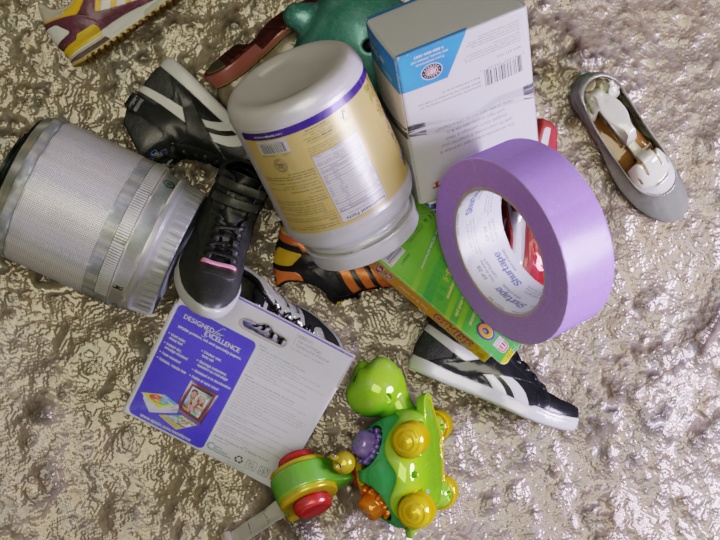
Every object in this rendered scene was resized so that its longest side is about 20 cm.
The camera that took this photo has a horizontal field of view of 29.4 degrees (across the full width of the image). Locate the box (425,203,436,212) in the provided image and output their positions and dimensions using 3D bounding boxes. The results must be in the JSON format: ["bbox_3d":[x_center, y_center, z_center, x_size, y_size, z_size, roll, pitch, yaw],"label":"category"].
[{"bbox_3d":[0.052,-0.142,1.539,0.200,0.044,0.161,9,88,-4],"label":"box"}]

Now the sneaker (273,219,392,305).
[{"bbox_3d":[0.000,0.000,1.531,0.200,0.070,0.090,13,108,-6],"label":"sneaker"}]

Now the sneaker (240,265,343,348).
[{"bbox_3d":[-0.106,0.054,1.505,0.200,0.088,0.076,34,86,-4],"label":"sneaker"}]

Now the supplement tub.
[{"bbox_3d":[-0.033,-0.114,1.392,0.145,0.145,0.200,-29,120,-4],"label":"supplement tub"}]

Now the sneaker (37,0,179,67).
[{"bbox_3d":[-0.257,-0.312,1.505,0.200,0.075,0.090,-36,97,-5],"label":"sneaker"}]

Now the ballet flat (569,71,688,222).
[{"bbox_3d":[0.305,-0.138,1.547,0.067,0.064,0.200,-36,92,-3],"label":"ballet flat"}]

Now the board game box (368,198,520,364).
[{"bbox_3d":[0.098,0.011,1.475,0.200,0.030,0.096,39,60,4],"label":"board game box"}]

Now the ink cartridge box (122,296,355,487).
[{"bbox_3d":[-0.129,0.116,1.484,0.198,0.043,0.200,28,116,-3],"label":"ink cartridge box"}]

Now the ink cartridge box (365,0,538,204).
[{"bbox_3d":[0.098,-0.186,1.419,0.146,0.200,0.086,-23,48,-10],"label":"ink cartridge box"}]

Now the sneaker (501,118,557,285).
[{"bbox_3d":[0.218,-0.064,1.548,0.115,0.078,0.200,12,94,-17],"label":"sneaker"}]

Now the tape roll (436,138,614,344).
[{"bbox_3d":[0.163,-0.029,1.386,0.066,0.200,0.200,-24,91,-29],"label":"tape roll"}]

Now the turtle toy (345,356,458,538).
[{"bbox_3d":[0.039,0.193,1.499,0.101,0.146,0.200,-6,89,17],"label":"turtle toy"}]

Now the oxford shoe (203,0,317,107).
[{"bbox_3d":[-0.078,-0.243,1.526,0.200,0.070,0.075,-36,113,-11],"label":"oxford shoe"}]

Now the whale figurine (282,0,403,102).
[{"bbox_3d":[-0.027,-0.216,1.456,0.200,0.104,0.159,-37,104,-2],"label":"whale figurine"}]

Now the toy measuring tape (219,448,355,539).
[{"bbox_3d":[-0.090,0.247,1.477,0.200,0.074,0.074,-34,92,21],"label":"toy measuring tape"}]

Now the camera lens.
[{"bbox_3d":[-0.283,-0.059,1.457,0.200,0.160,0.160,25,88,-3],"label":"camera lens"}]

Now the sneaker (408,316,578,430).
[{"bbox_3d":[0.164,0.095,1.522,0.200,0.073,0.112,22,89,-2],"label":"sneaker"}]

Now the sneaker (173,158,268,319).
[{"bbox_3d":[-0.140,-0.042,1.411,0.071,0.200,0.099,19,127,-10],"label":"sneaker"}]

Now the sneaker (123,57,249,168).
[{"bbox_3d":[-0.177,-0.129,1.515,0.200,0.073,0.112,44,90,6],"label":"sneaker"}]
